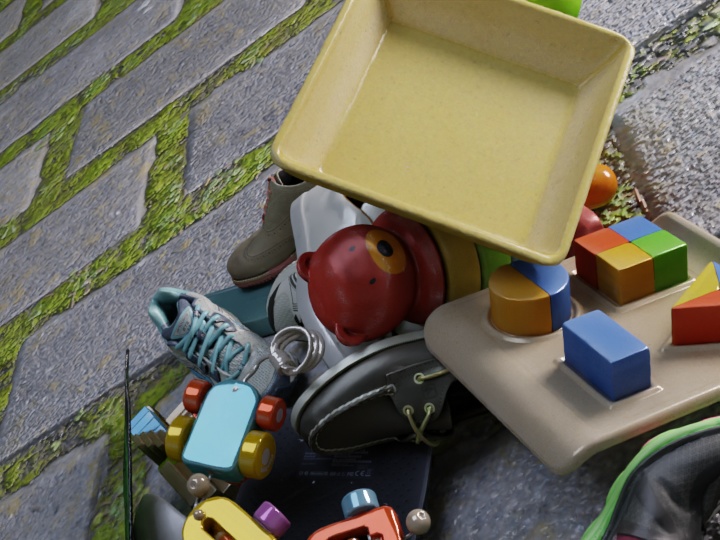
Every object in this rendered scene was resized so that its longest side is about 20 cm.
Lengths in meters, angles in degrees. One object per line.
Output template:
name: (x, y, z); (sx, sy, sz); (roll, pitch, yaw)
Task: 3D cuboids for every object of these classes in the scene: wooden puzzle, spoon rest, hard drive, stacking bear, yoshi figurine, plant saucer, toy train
wooden puzzle: (0.158, 0.027, 0.826); (0.198, 0.047, 0.185); (-23, 32, -15)
spoon rest: (-0.100, 0.225, 0.942); (0.060, 0.100, 0.200); (-29, 39, -22)
hard drive: (-0.021, 0.174, 0.894); (0.133, 0.043, 0.201); (-3, 39, 17)
stacking bear: (0.052, -0.010, 0.934); (0.198, 0.122, 0.114); (-20, -16, -31)
yoshi figurine: (0.142, -0.149, 1.001); (0.111, 0.201, 0.112); (-2, 40, 38)
plant saucer: (-0.090, 0.031, 1.241); (0.198, 0.019, 0.070); (-15, 40, 40)
toy train: (-0.043, 0.140, 0.850); (0.149, 0.056, 0.201); (-24, 53, 0)
plant saucer: (0.063, -0.102, 0.899); (0.049, 0.198, 0.202); (101, -168, -58)

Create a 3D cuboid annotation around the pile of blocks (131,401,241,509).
pile of blocks: (-0.141, 0.136, 1.099); (0.062, 0.082, 0.200); (-47, 29, -7)

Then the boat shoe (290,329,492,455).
boat shoe: (0.052, 0.079, 0.899); (0.199, 0.073, 0.061); (-22, 50, -7)

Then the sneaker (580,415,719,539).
sneaker: (0.155, 0.164, 0.721); (0.200, 0.077, 0.084); (-49, 47, -3)

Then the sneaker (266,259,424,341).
sneaker: (-0.014, 0.038, 1.079); (0.199, 0.076, 0.088); (-15, 43, 45)

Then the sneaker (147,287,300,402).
sneaker: (-0.127, 0.071, 1.150); (0.078, 0.086, 0.199); (-55, 36, -5)

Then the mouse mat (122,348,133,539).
mouse mat: (-0.173, 0.181, 1.001); (0.007, 0.162, 0.202); (-1, 51, -11)

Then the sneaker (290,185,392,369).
sneaker: (0.000, 0.000, 0.993); (0.084, 0.073, 0.202); (-34, 48, 23)

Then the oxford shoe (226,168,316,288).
oxford shoe: (-0.064, -0.060, 1.224); (0.200, 0.075, 0.071); (-39, 28, 26)
